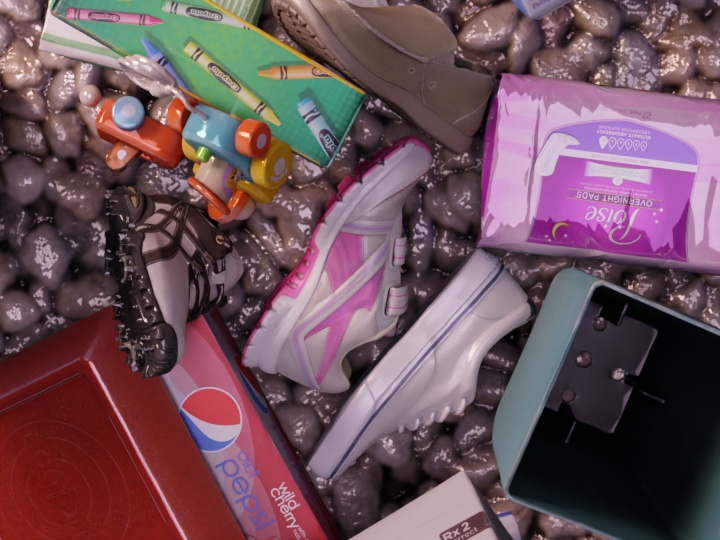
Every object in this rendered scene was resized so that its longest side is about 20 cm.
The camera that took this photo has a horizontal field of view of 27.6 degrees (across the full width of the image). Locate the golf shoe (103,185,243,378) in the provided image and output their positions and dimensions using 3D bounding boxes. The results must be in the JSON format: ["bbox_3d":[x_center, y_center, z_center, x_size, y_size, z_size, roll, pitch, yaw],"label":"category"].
[{"bbox_3d":[-0.119,0.001,0.967,0.093,0.201,0.078,3,120,-15],"label":"golf shoe"}]

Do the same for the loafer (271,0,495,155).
[{"bbox_3d":[0.019,-0.148,0.964,0.199,0.076,0.069,31,95,-47],"label":"loafer"}]

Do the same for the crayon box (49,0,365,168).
[{"bbox_3d":[-0.102,-0.143,0.960,0.199,0.119,0.059,29,93,-15],"label":"crayon box"}]

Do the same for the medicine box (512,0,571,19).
[{"bbox_3d":[0.083,-0.287,0.904,0.102,0.183,0.201,-30,120,4],"label":"medicine box"}]

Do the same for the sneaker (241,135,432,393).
[{"bbox_3d":[0.000,0.000,1.026,0.088,0.081,0.201,31,104,-5],"label":"sneaker"}]

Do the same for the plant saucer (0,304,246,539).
[{"bbox_3d":[-0.203,0.152,1.026,0.199,0.037,0.201,-25,96,24],"label":"plant saucer"}]

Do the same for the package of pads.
[{"bbox_3d":[0.181,-0.065,1.014,0.197,0.076,0.122,7,96,-1],"label":"package of pads"}]

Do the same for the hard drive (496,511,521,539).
[{"bbox_3d":[0.020,0.251,1.039,0.198,0.025,0.133,-13,121,-8],"label":"hard drive"}]

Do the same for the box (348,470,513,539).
[{"bbox_3d":[0.046,0.280,0.970,0.198,0.131,0.201,-32,121,4],"label":"box"}]

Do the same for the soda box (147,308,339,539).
[{"bbox_3d":[-0.087,0.125,1.041,0.063,0.070,0.201,-29,96,3],"label":"soda box"}]

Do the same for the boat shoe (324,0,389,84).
[{"bbox_3d":[-0.017,-0.231,0.988,0.085,0.075,0.203,-28,110,-7],"label":"boat shoe"}]

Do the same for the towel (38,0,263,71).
[{"bbox_3d":[-0.133,-0.234,1.023,0.151,0.023,0.202,14,95,-2],"label":"towel"}]

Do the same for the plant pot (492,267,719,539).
[{"bbox_3d":[0.168,0.079,0.967,0.140,0.200,0.143,22,98,-7],"label":"plant pot"}]

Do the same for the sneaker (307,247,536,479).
[{"bbox_3d":[0.045,0.079,1.034,0.071,0.073,0.200,41,95,-1],"label":"sneaker"}]

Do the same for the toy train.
[{"bbox_3d":[-0.121,-0.076,0.953,0.149,0.200,0.056,27,82,-10],"label":"toy train"}]
